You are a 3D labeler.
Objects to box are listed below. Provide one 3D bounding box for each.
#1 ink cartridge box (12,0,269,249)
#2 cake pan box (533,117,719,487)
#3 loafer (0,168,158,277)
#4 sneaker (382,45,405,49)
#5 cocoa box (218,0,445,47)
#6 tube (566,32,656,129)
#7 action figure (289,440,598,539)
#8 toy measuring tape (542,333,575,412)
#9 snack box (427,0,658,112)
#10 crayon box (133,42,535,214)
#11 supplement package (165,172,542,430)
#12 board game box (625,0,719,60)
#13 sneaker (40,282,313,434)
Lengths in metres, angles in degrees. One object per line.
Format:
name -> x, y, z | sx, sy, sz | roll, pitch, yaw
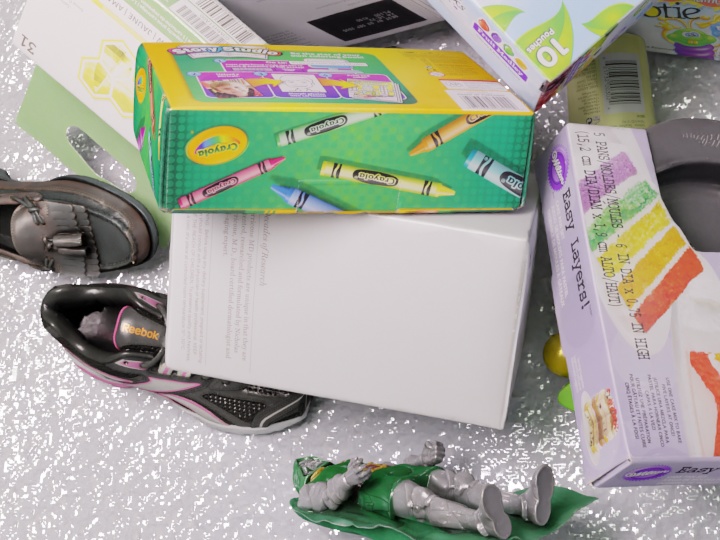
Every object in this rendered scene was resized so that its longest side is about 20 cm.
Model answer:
ink cartridge box -> -0.154, -0.109, 0.889 | 0.145, 0.048, 0.201 | 40, 131, 4
cake pan box -> 0.196, 0.015, 0.763 | 0.182, 0.052, 0.203 | 4, 64, -19
loafer -> -0.231, -0.027, 0.959 | 0.198, 0.073, 0.063 | 12, 34, 28
sneaker -> -0.026, -0.074, 0.915 | 0.199, 0.071, 0.099 | -35, 46, 17
cocoa box -> -0.055, -0.222, 0.901 | 0.198, 0.133, 0.133 | -7, 75, 38
tube -> 0.157, -0.041, 0.855 | 0.058, 0.051, 0.203 | -21, 71, 58
action figure -> 0.022, 0.128, 0.804 | 0.199, 0.117, 0.056 | -4, 93, 50
toy measuring tape -> 0.197, 0.075, 0.789 | 0.198, 0.074, 0.074 | 25, 81, 17
snack box -> 0.080, -0.209, 0.767 | 0.142, 0.053, 0.200 | -41, 82, -11
crayon box -> -0.019, -0.079, 0.765 | 0.197, 0.059, 0.119 | -1, 24, -16
supplement package -> 0.000, 0.000, 0.812 | 0.197, 0.117, 0.119 | 10, 112, 9
board game box -> 0.206, -0.246, 0.863 | 0.103, 0.103, 0.203 | 9, 75, 9
sneaker -> -0.120, 0.052, 0.894 | 0.197, 0.086, 0.081 | 6, 76, 20
